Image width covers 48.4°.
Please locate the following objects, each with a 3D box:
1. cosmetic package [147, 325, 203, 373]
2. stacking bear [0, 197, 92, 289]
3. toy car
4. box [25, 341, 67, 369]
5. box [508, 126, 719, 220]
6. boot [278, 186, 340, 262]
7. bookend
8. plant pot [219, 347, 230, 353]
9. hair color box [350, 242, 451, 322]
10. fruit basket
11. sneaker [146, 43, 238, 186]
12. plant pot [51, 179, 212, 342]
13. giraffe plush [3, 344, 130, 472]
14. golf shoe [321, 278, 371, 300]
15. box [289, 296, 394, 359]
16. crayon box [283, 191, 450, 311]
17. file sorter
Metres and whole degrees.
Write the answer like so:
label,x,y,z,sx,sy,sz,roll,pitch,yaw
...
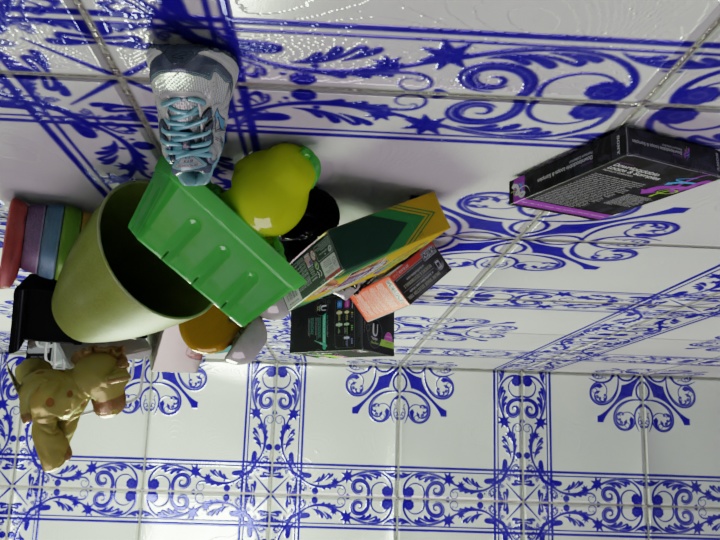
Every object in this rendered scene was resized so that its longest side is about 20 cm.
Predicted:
label,x,y,z,sx,sy,sz,roll,pitch,yaw
cosmetic package,-0.297,0.065,1.356,0.086,0.104,0.202,7,125,-26
stacking bear,-0.403,-0.032,1.149,0.196,0.115,0.122,9,-153,-22
toy car,-0.194,0.032,1.220,0.174,0.201,0.150,38,178,-4
box,-0.575,0.094,1.542,0.059,0.204,0.117,-1,167,15
box,0.283,-0.104,0.911,0.141,0.037,0.199,7,168,-26
boot,-0.085,-0.055,1.084,0.166,0.078,0.198,-6,161,43
bookend,-0.421,0.069,1.234,0.196,0.094,0.198,6,-176,-18
plant pot,-0.306,0.062,1.530,0.140,0.144,0.198,-10,156,42
hair color box,0.063,0.022,1.344,0.101,0.062,0.200,-38,-177,-23
fruit basket,-0.135,-0.067,0.914,0.212,0.220,0.155,7,-172,-24
sneaker,-0.147,-0.133,0.720,0.076,0.088,0.200,2,168,-5
plant pot,-0.313,0.013,1.048,0.198,0.190,0.185,-29,151,34
giraffe plush,-0.420,0.176,1.196,0.160,0.174,0.202,-18,141,-19
golf shoe,0.000,0.000,1.286,0.197,0.096,0.077,-10,162,37
box,-0.040,0.129,1.797,0.197,0.127,0.148,-7,167,30
crayon box,-0.002,-0.022,1.071,0.170,0.059,0.200,-21,173,-29
file sorter,-0.471,0.135,1.392,0.137,0.126,0.200,-11,-139,-36
